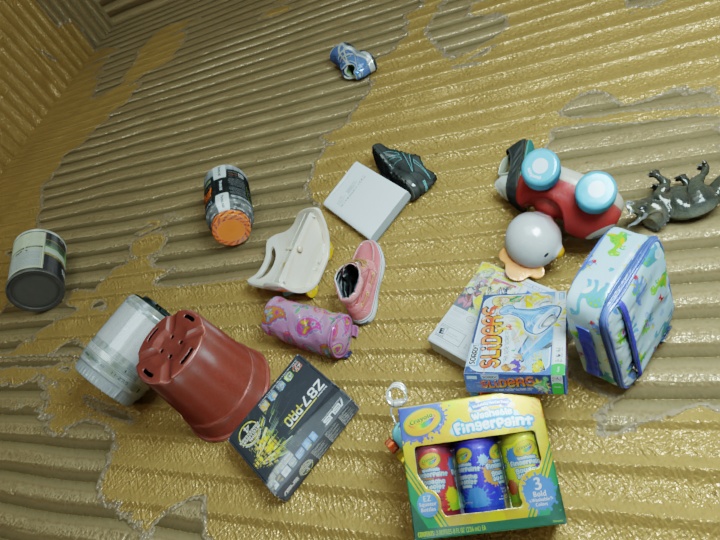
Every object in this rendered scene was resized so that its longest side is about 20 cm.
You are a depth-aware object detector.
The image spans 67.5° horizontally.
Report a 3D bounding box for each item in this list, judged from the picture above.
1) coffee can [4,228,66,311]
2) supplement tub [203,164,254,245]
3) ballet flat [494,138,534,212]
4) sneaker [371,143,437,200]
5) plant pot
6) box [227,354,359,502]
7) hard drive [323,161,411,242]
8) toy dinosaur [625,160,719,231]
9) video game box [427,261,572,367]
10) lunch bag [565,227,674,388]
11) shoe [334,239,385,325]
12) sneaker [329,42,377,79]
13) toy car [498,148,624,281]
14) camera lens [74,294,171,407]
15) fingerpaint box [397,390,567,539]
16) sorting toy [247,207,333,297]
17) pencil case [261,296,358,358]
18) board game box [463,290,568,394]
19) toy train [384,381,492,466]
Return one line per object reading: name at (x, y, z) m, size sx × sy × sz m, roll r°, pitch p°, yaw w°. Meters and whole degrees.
coffee can at (-0.939, -0.003, 1.568) m, size 0.145 × 0.147 × 0.201 m, roll -32°, pitch 46°, yaw 2°
supplement tub at (-0.337, -0.167, 1.379) m, size 0.120 × 0.123 × 0.202 m, roll -27°, pitch 46°, yaw 7°
ballet flat at (0.308, -0.183, 1.076) m, size 0.067 × 0.068 × 0.203 m, roll -11°, pitch 40°, yaw 33°
sneaker at (0.096, -0.235, 1.237) m, size 0.078 × 0.076 × 0.201 m, roll -31°, pitch 54°, yaw -11°
plant pot at (-0.304, 0.190, 1.023) m, size 0.196 × 0.196 × 0.204 m, roll -15°, pitch 49°, yaw 18°
box at (-0.120, 0.273, 0.958) m, size 0.160 × 0.049 × 0.201 m, roll 31°, pitch 73°, yaw 38°
hard drive at (0.010, -0.160, 1.231) m, size 0.133 × 0.026 × 0.199 m, roll -51°, pitch 47°, yaw 0°
toy dinosaur at (0.540, -0.121, 0.899) m, size 0.195 × 0.077 × 0.105 m, roll -8°, pitch 62°, yaw 17°
video game box at (0.240, 0.095, 0.899) m, size 0.198 × 0.047 × 0.183 m, roll 27°, pitch 72°, yaw 41°
lunch bag at (0.363, 0.059, 0.752) m, size 0.161 × 0.201 × 0.082 m, roll -47°, pitch 40°, yaw -16°
shoe at (0.000, 0.000, 1.077) m, size 0.070 × 0.092 × 0.204 m, roll -10°, pitch 51°, yaw 22°
sneaker at (-0.038, -0.622, 1.605) m, size 0.077 × 0.076 × 0.199 m, roll -42°, pitch 45°, yaw -14°
toy car at (0.320, -0.066, 0.908) m, size 0.175 × 0.184 × 0.203 m, roll 29°, pitch 96°, yaw 24°
camera lens at (-0.492, 0.168, 1.171) m, size 0.158 × 0.161 × 0.202 m, roll 20°, pitch 66°, yaw 38°
fingerpaint box at (0.159, 0.262, 0.735) m, size 0.195 × 0.074 × 0.171 m, roll -10°, pitch 69°, yaw 8°
sorting toy at (-0.168, -0.022, 1.193) m, size 0.177 × 0.107 × 0.203 m, roll -2°, pitch 54°, yaw 37°
pencil case at (-0.103, 0.109, 1.058) m, size 0.196 × 0.088 × 0.089 m, roll 10°, pitch 60°, yaw 34°
board game box at (0.234, 0.100, 0.790) m, size 0.132 × 0.035 × 0.201 m, roll -5°, pitch 28°, yaw 24°
toy train at (0.134, 0.236, 0.820) m, size 0.195 × 0.056 × 0.154 m, roll 1°, pitch 71°, yaw 13°
